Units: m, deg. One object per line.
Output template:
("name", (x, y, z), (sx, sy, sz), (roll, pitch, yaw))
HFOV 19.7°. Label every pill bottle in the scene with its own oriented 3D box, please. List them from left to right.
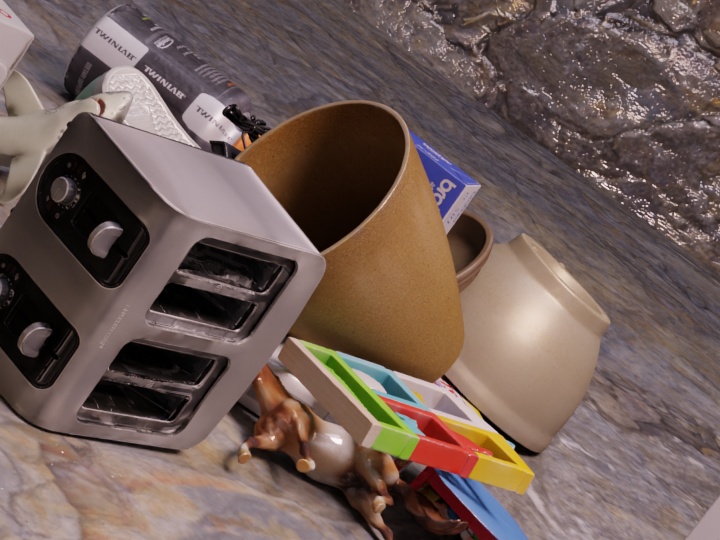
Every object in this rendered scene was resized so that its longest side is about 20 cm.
("pill bottle", (-0.178, -0.157, 1.990), (0.200, 0.106, 0.106), (38, 14, 8))

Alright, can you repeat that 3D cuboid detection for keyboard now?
("keyboard", (-0.088, -0.082, 1.760), (0.200, 0.021, 0.127), (28, 48, -76))

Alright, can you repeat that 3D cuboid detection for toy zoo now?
("toy zoo", (0.045, 0.112, 1.548), (0.200, 0.020, 0.131), (21, 15, -39))

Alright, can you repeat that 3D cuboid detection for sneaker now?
("sneaker", (-0.178, -0.067, 1.737), (0.074, 0.118, 0.201), (-36, 98, -38))

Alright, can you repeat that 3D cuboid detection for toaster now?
("toaster", (-0.142, 0.012, 1.361), (0.200, 0.181, 0.119), (16, 26, -51))

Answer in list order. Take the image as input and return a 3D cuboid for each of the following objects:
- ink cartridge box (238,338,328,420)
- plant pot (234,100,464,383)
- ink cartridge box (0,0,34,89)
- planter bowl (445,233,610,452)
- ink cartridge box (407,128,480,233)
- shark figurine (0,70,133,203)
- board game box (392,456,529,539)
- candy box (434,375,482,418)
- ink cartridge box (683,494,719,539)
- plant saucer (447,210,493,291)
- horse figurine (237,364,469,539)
("ink cartridge box", (-0.093, 0.046, 1.640), (0.161, 0.050, 0.200), (34, 16, -9))
("plant pot", (0.000, 0.000, 1.638), (0.200, 0.186, 0.186), (54, 0, -36))
("ink cartridge box", (-0.372, -0.188, 1.545), (0.145, 0.145, 0.200), (20, 20, -49))
("planter bowl", (0.146, 0.052, 1.937), (0.200, 0.135, 0.200), (43, 10, -9))
("ink cartridge box", (0.005, -0.020, 1.767), (0.094, 0.200, 0.044), (39, 14, 14))
("shark figurine", (-0.298, -0.114, 1.680), (0.214, 0.128, 0.090), (21, -16, 15))
("board game box", (0.077, 0.187, 1.582), (0.158, 0.039, 0.200), (44, 5, -29))
("candy box", (0.056, 0.100, 1.857), (0.102, 0.026, 0.200), (33, 13, -27))
("ink cartridge box", (0.363, 0.253, 1.825), (0.085, 0.145, 0.200), (43, 15, 31))
("plant saucer", (0.025, -0.004, 1.892), (0.200, 0.199, 0.030), (-112, -171, -66))
("horse figurine", (-0.019, 0.138, 1.498), (0.200, 0.050, 0.133), (32, 15, -12))
